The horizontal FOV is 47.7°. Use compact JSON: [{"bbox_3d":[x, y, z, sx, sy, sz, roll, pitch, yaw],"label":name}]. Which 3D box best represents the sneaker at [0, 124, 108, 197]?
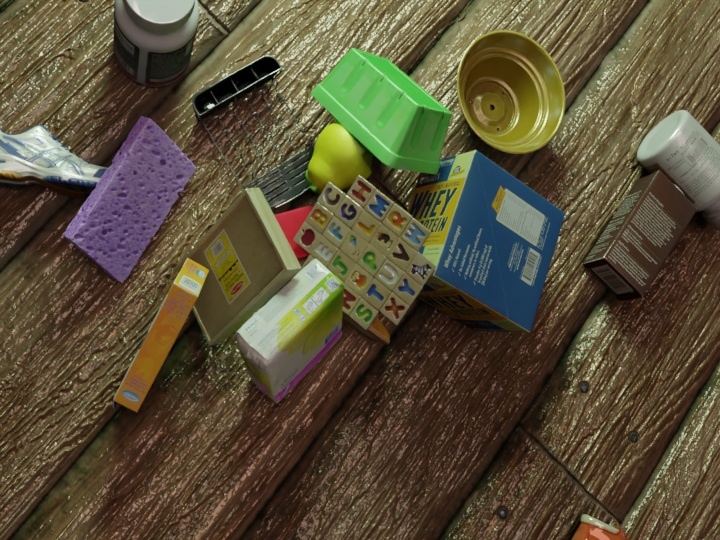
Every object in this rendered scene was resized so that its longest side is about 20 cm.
[{"bbox_3d":[-0.425,-0.156,1.119,0.195,0.075,0.091,9,76,-19],"label":"sneaker"}]

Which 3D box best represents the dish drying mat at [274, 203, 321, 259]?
[{"bbox_3d":[-0.082,-0.056,1.202,0.195,0.018,0.079,-15,72,5],"label":"dish drying mat"}]

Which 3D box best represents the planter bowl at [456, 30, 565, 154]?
[{"bbox_3d":[0.232,-0.280,1.343,0.195,0.083,0.206,3,81,-17],"label":"planter bowl"}]

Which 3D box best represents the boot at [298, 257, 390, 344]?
[{"bbox_3d":[-0.001,0.000,1.234,0.200,0.071,0.145,39,73,-5],"label":"boot"}]

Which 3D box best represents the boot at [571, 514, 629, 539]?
[{"bbox_3d":[0.421,0.467,1.301,0.197,0.075,0.109,27,70,-11],"label":"boot"}]

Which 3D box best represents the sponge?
[{"bbox_3d":[-0.317,-0.098,1.135,0.203,0.029,0.112,-61,142,-16],"label":"sponge"}]

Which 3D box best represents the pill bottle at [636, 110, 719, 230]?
[{"bbox_3d":[0.590,-0.170,1.425,0.199,0.114,0.115,42,72,-8],"label":"pill bottle"}]

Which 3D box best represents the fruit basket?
[{"bbox_3d":[0.009,-0.196,1.213,0.154,0.212,0.222,-1,81,-50],"label":"fruit basket"}]

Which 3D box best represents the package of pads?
[{"bbox_3d":[-0.095,0.089,1.122,0.068,0.201,0.154,41,70,16],"label":"package of pads"}]

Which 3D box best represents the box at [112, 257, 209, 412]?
[{"bbox_3d":[-0.266,0.092,1.080,0.041,0.119,0.203,26,103,-10],"label":"box"}]

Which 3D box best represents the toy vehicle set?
[{"bbox_3d":[-0.172,-0.002,1.107,0.026,0.199,0.126,-11,67,-50],"label":"toy vehicle set"}]

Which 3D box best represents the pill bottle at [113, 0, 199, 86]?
[{"bbox_3d":[-0.282,-0.342,1.125,0.113,0.200,0.119,3,81,-17],"label":"pill bottle"}]

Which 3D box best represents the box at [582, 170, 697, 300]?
[{"bbox_3d":[0.478,-0.059,1.396,0.100,0.075,0.201,41,74,-7],"label":"box"}]

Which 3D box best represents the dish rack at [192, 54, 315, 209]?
[{"bbox_3d":[-0.145,-0.200,1.225,0.152,0.054,0.203,-33,93,-18],"label":"dish rack"}]

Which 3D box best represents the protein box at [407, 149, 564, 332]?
[{"bbox_3d":[0.175,-0.038,1.238,0.197,0.134,0.203,28,74,-27],"label":"protein box"}]

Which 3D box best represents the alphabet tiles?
[{"bbox_3d":[0.003,-0.025,1.147,0.199,0.006,0.168,38,104,14],"label":"alphabet tiles"}]
